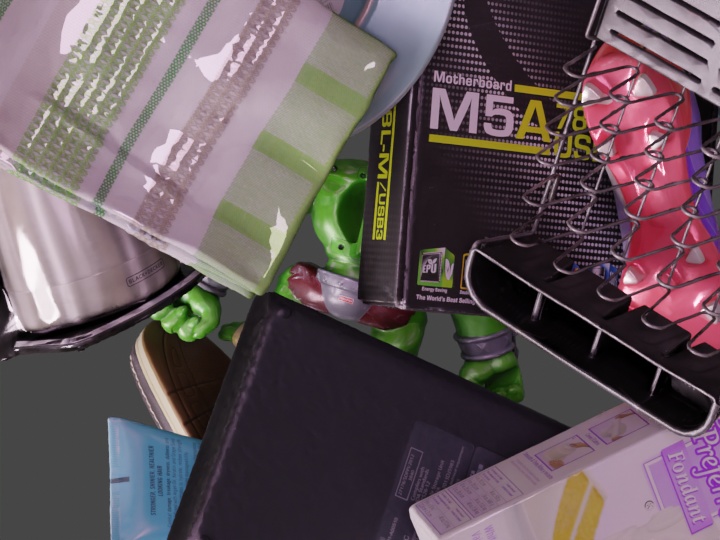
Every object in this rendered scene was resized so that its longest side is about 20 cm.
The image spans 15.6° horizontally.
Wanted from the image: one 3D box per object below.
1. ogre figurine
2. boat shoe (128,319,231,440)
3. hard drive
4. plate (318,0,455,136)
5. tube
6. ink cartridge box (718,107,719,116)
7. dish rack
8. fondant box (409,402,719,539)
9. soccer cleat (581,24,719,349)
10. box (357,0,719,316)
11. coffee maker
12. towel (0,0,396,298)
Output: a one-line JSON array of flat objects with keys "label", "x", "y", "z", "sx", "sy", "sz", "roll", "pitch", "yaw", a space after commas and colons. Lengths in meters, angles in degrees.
[{"label": "ogre figurine", "x": 0.000, "y": 0.000, "z": 1.405, "sx": 0.199, "sy": 0.098, "sz": 0.121, "roll": 19, "pitch": 101, "yaw": 15}, {"label": "boat shoe", "x": -0.071, "y": 0.121, "z": 1.418, "sx": 0.065, "sy": 0.073, "sz": 0.201, "roll": -38, "pitch": 80, "yaw": 35}, {"label": "hard drive", "x": 0.012, "y": 0.113, "z": 1.343, "sx": 0.199, "sy": 0.033, "sz": 0.140, "roll": 25, "pitch": 76, "yaw": -21}, {"label": "plate", "x": -0.037, "y": -0.162, "z": 1.339, "sx": 0.199, "sy": 0.026, "sz": 0.202, "roll": -3, "pitch": 85, "yaw": 33}, {"label": "tube", "x": -0.038, "y": 0.127, "z": 1.362, "sx": 0.199, "sy": 0.050, "sz": 0.078, "roll": 14, "pitch": 45, "yaw": -25}, {"label": "ink cartridge box", "x": 0.249, "y": -0.110, "z": 1.337, "sx": 0.068, "sy": 0.200, "sz": 0.115, "roll": 41, "pitch": 92, "yaw": 4}, {"label": "dish rack", "x": 0.144, "y": -0.041, "z": 1.259, "sx": 0.153, "sy": 0.054, "sz": 0.201, "roll": 32, "pitch": 123, "yaw": 25}, {"label": "fondant box", "x": 0.143, "y": 0.147, "z": 1.321, "sx": 0.199, "sy": 0.058, "sz": 0.145, "roll": -25, "pitch": 107, "yaw": -9}, {"label": "soccer cleat", "x": 0.160, "y": -0.029, "z": 1.355, "sx": 0.066, "sy": 0.076, "sz": 0.201, "roll": -5, "pitch": 112, "yaw": 27}, {"label": "box", "x": 0.098, "y": -0.070, "z": 1.375, "sx": 0.199, "sy": 0.047, "sz": 0.195, "roll": 6, "pitch": 91, "yaw": -31}, {"label": "coffee maker", "x": -0.197, "y": -0.064, "z": 1.354, "sx": 0.191, "sy": 0.135, "sz": 0.201, "roll": -11, "pitch": 106, "yaw": 22}, {"label": "towel", "x": -0.098, "y": -0.092, "z": 1.265, "sx": 0.199, "sy": 0.031, "sz": 0.150, "roll": 29, "pitch": 95, "yaw": -17}]
